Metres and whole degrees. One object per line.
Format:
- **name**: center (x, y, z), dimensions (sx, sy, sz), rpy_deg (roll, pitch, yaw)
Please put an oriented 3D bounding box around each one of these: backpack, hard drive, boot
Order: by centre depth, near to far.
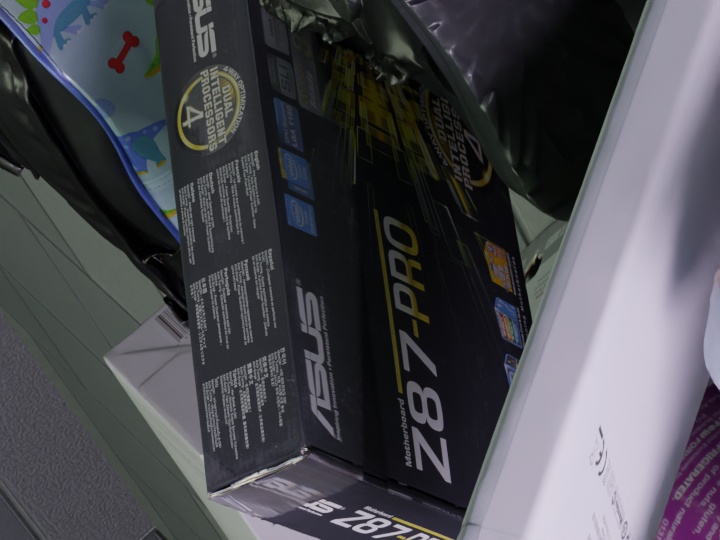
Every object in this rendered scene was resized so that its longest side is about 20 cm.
- **hard drive**: center (0.075, 0.031, 0.871), dimensions (0.027, 0.201, 0.132), rpy_deg (13, 155, 20)
- **boot**: center (0.006, -0.122, 0.921), dimensions (0.168, 0.076, 0.201), rpy_deg (41, 163, 48)
- **backpack**: center (-0.096, -0.107, 1.195), dimensions (0.183, 0.147, 0.200), rpy_deg (37, 169, 37)

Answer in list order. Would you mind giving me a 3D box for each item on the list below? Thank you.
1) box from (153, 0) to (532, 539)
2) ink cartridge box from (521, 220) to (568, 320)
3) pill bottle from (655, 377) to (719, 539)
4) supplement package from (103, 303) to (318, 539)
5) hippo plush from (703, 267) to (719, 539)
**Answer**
- **box**: center (0.000, 0.000, 1.038), dimensions (0.161, 0.049, 0.201), rpy_deg (25, -131, -48)
- **ink cartridge box**: center (0.084, 0.076, 1.189), dimensions (0.083, 0.177, 0.200), rpy_deg (19, 170, -4)
- **pill bottle**: center (0.168, 0.115, 0.988), dimensions (0.200, 0.112, 0.113), rpy_deg (39, 165, 46)
- **supplement package**: center (-0.040, 0.102, 1.762), dimensions (0.120, 0.121, 0.200), rpy_deg (39, 165, 45)
- **hippo plush**: center (0.137, 0.069, 0.822), dimensions (0.200, 0.159, 0.161), rpy_deg (-117, 4, -60)
